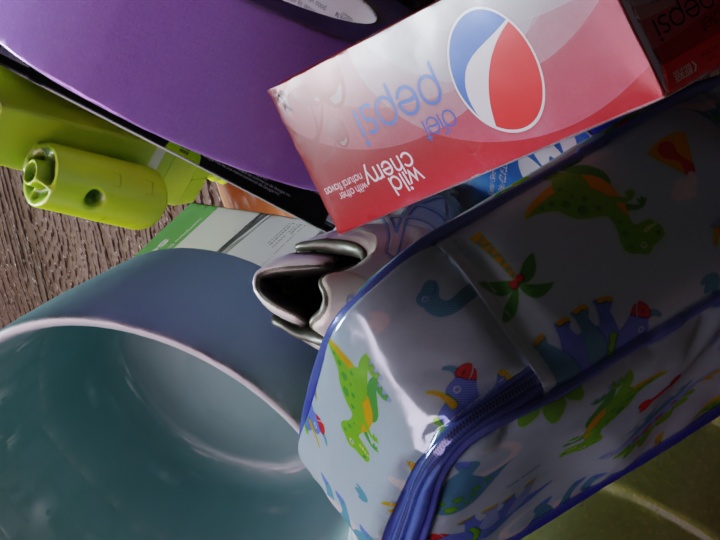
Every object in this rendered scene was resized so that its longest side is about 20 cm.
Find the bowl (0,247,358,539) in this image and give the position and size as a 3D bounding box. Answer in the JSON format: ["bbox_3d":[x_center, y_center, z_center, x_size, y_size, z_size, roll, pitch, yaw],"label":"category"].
[{"bbox_3d":[-0.072,0.070,1.172,0.200,0.105,0.202,15,132,17],"label":"bowl"}]

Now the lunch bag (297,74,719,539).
[{"bbox_3d":[0.078,0.023,0.922,0.083,0.199,0.161,54,157,17],"label":"lunch bag"}]

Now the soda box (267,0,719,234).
[{"bbox_3d":[0.053,-0.074,0.932,0.200,0.070,0.064,-22,97,55],"label":"soda box"}]

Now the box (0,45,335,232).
[{"bbox_3d":[-0.075,-0.075,1.218,0.199,0.035,0.110,27,-171,-9],"label":"box"}]

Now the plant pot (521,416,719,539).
[{"bbox_3d":[0.084,0.162,1.059,0.199,0.191,0.200,25,156,12],"label":"plant pot"}]

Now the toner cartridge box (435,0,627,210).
[{"bbox_3d":[0.072,-0.046,1.080,0.095,0.043,0.200,49,162,22],"label":"toner cartridge box"}]

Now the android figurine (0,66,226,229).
[{"bbox_3d":[-0.147,-0.083,1.272,0.199,0.041,0.182,13,-153,-41],"label":"android figurine"}]

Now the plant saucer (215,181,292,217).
[{"bbox_3d":[-0.005,0.000,1.386,0.200,0.037,0.200,49,162,21],"label":"plant saucer"}]

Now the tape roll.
[{"bbox_3d":[-0.065,-0.106,1.103,0.199,0.066,0.200,24,-166,-6],"label":"tape roll"}]

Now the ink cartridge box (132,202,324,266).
[{"bbox_3d":[-0.035,0.049,1.328,0.146,0.084,0.200,51,165,-17],"label":"ink cartridge box"}]

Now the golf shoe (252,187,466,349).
[{"bbox_3d":[0.000,0.000,1.078,0.200,0.097,0.079,-160,79,-73],"label":"golf shoe"}]
